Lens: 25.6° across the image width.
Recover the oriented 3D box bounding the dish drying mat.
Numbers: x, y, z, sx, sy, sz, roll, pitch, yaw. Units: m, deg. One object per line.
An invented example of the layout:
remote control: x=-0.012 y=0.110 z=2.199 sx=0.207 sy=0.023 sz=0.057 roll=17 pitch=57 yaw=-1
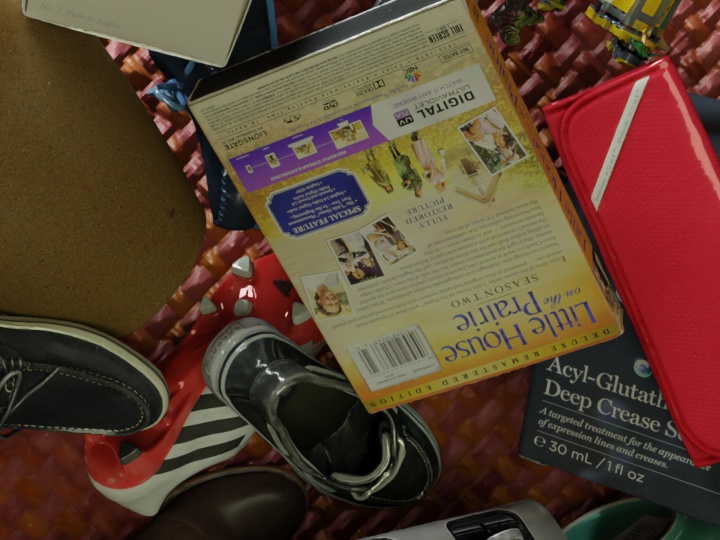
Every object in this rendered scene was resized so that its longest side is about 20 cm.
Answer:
dish drying mat: x=0.158 y=0.000 z=0.779 sx=0.077 sy=0.018 sz=0.201 roll=-21 pitch=96 yaw=33

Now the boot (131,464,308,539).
boot: x=-0.110 y=0.190 z=0.875 sx=0.200 sy=0.166 sz=0.073 roll=-28 pitch=106 yaw=-2

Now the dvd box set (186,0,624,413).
dvd box set: x=0.026 y=-0.030 z=0.779 sx=0.146 sy=0.029 sz=0.200 roll=-20 pitch=118 yaw=21

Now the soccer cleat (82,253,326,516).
soccer cleat: x=-0.073 y=0.060 z=0.909 sx=0.200 sy=0.069 sz=0.085 roll=-43 pitch=148 yaw=-16

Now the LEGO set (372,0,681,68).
LEGO set: x=0.068 y=-0.144 z=0.824 sx=0.153 sy=0.200 sz=0.116 roll=18 pitch=111 yaw=-28

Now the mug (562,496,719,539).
mug: x=0.172 y=0.197 z=0.946 sx=0.152 sy=0.185 sz=0.115 roll=-22 pitch=104 yaw=21

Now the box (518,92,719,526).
box: x=0.184 y=0.019 z=0.846 sx=0.148 sy=0.107 sz=0.201 roll=17 pitch=114 yaw=23

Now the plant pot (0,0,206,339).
plant pot: x=-0.182 y=-0.055 z=0.816 sx=0.186 sy=0.186 sz=0.200 roll=-47 pitch=120 yaw=3

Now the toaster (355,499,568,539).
toaster: x=0.020 y=0.223 z=0.860 sx=0.180 sy=0.119 sz=0.200 roll=-6 pitch=145 yaw=-34

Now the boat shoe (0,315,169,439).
boat shoe: x=-0.190 y=0.057 z=0.796 sx=0.199 sy=0.062 sz=0.075 roll=18 pitch=133 yaw=-28

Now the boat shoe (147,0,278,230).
boat shoe: x=-0.085 y=-0.119 z=0.853 sx=0.068 sy=0.084 sz=0.201 roll=-2 pitch=80 yaw=-19

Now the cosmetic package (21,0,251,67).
cosmetic package: x=-0.094 y=-0.205 z=0.775 sx=0.103 sy=0.201 sz=0.073 roll=15 pitch=143 yaw=-11

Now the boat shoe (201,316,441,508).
boat shoe: x=-0.010 y=0.097 z=0.882 sx=0.072 sy=0.071 sz=0.200 roll=-52 pitch=136 yaw=3

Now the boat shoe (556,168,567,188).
boat shoe: x=0.042 y=-0.050 z=0.904 sx=0.199 sy=0.070 sz=0.071 roll=22 pitch=61 yaw=-17
